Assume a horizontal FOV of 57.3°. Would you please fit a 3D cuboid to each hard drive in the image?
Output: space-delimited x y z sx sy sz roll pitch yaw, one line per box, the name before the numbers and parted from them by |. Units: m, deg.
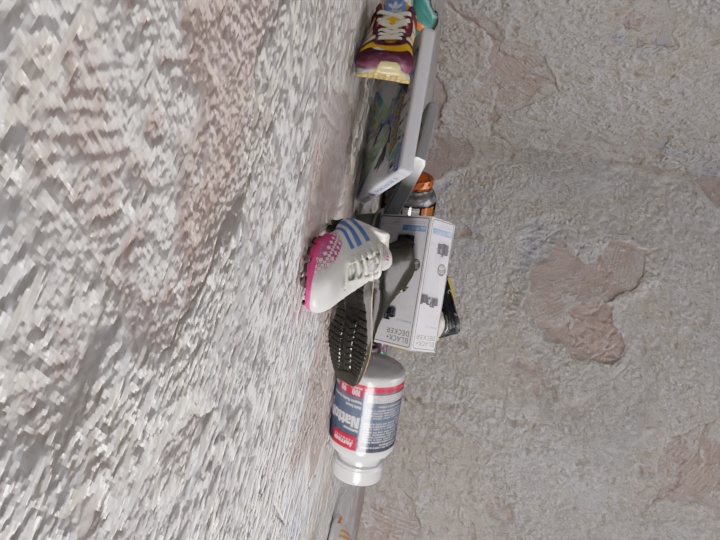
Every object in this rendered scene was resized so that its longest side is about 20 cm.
hard drive | 0.087 -0.187 1.128 0.202 0.026 0.133 -72 -173 -51

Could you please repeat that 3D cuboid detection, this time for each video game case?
video game case | 0.046 -0.214 0.942 0.182 0.022 0.205 160 -59 -70

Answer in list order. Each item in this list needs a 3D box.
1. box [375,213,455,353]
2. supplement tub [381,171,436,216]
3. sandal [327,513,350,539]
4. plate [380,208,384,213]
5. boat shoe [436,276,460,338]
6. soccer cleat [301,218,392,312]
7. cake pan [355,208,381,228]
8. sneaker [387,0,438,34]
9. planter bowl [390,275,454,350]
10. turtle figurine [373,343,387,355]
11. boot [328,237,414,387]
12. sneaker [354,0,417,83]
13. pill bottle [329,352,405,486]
box | 0.073 0.018 1.030 0.059 0.115 0.205 11 89 -44
supplement tub | 0.103 -0.115 1.470 0.123 0.120 0.204 -68 166 -64
sandal | -0.050 0.625 1.418 0.208 0.058 0.081 -71 169 -59
plate | 0.034 0.002 1.216 0.200 0.032 0.204 -117 -146 -70
boat shoe | 0.118 0.023 1.091 0.075 0.065 0.202 -58 -142 38
soccer cleat | -0.009 -0.012 0.738 0.201 0.084 0.071 -67 165 -65
cake pan | 0.000 0.000 1.065 0.200 0.036 0.205 10 90 -84
sneaker | 0.083 -0.364 1.014 0.072 0.078 0.203 -123 -151 -46
planter bowl | 0.085 0.064 1.331 0.083 0.196 0.206 2 98 -68
turtle figurine | 0.026 0.256 1.453 0.150 0.098 0.205 -51 144 -77
boot | 0.028 0.057 0.957 0.137 0.077 0.205 -16 121 -48
sneaker | 0.034 -0.288 0.817 0.201 0.073 0.092 -89 -172 -67
pill bottle | 0.007 0.254 1.128 0.120 0.117 0.205 -57 155 -75
